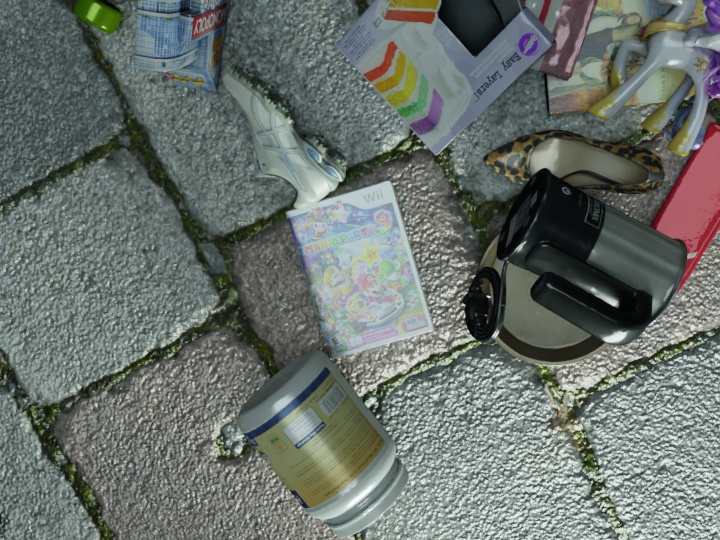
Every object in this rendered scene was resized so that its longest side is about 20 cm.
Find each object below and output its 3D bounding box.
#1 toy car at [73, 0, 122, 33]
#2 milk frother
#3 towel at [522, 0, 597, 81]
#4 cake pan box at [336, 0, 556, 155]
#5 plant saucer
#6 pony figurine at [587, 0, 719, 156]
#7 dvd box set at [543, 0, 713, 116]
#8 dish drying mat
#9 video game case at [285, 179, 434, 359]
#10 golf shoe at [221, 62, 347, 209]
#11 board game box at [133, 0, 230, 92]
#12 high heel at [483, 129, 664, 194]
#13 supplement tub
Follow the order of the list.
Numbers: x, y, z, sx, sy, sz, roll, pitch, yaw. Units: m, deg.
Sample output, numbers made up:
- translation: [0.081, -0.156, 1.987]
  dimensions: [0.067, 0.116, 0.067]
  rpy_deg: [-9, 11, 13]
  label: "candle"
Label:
- translation: [-0.328, -0.380, 0.976]
  dimensions: [0.157, 0.200, 0.165]
  rpy_deg: [31, 101, -2]
  label: "toy car"
- translation: [0.242, 0.016, 1.027]
  dimensions: [0.187, 0.200, 0.182]
  rpy_deg: [27, 62, -6]
  label: "milk frother"
- translation: [0.176, -0.322, 1.022]
  dimensions: [0.198, 0.023, 0.146]
  rpy_deg: [21, 103, 15]
  label: "towel"
- translation: [0.100, -0.268, 1.013]
  dimensions: [0.184, 0.052, 0.200]
  rpy_deg: [47, 118, -5]
  label: "cake pan box"
- translation: [0.244, 0.020, 1.096]
  dimensions: [0.197, 0.029, 0.203]
  rpy_deg: [1, 101, 3]
  label: "plant saucer"
- translation: [0.374, -0.236, 0.958]
  dimensions: [0.192, 0.167, 0.202]
  rpy_deg: [26, 118, 8]
  label: "pony figurine"
- translation: [0.317, -0.269, 1.036]
  dimensions: [0.197, 0.029, 0.148]
  rpy_deg: [-5, 100, 6]
  label: "dvd box set"
- translation: [0.413, -0.075, 1.071]
  dimensions: [0.076, 0.018, 0.201]
  rpy_deg: [28, 101, 0]
  label: "dish drying mat"
- translation: [0.000, 0.000, 1.115]
  dimensions: [0.142, 0.018, 0.202]
  rpy_deg: [-16, 99, 7]
  label: "video game case"
- translation: [-0.111, -0.161, 1.066]
  dimensions: [0.097, 0.078, 0.200]
  rpy_deg: [-43, 94, 14]
  label: "golf shoe"
- translation: [-0.199, -0.298, 1.007]
  dimensions: [0.061, 0.200, 0.202]
  rpy_deg: [10, 115, 3]
  label: "board game box"
- translation: [0.246, -0.125, 1.010]
  dimensions: [0.197, 0.143, 0.072]
  rpy_deg: [3, 101, 3]
  label: "high heel"
- translation: [-0.045, 0.218, 1.094]
  dimensions: [0.144, 0.144, 0.201]
  rpy_deg: [-37, 96, 10]
  label: "supplement tub"
